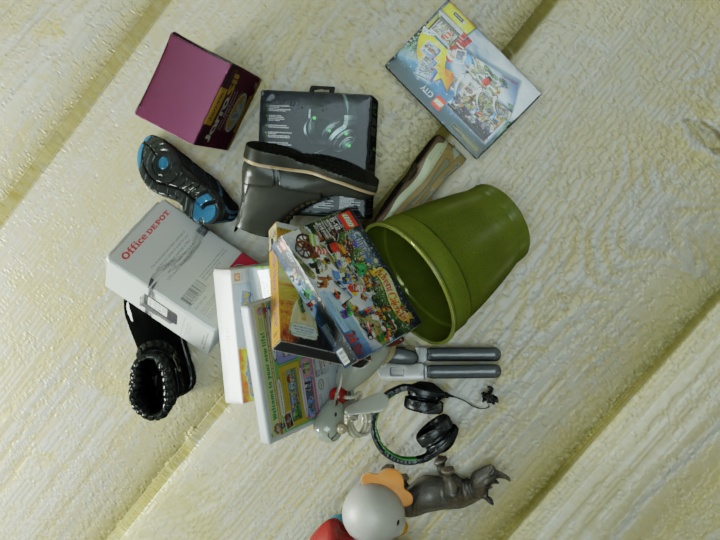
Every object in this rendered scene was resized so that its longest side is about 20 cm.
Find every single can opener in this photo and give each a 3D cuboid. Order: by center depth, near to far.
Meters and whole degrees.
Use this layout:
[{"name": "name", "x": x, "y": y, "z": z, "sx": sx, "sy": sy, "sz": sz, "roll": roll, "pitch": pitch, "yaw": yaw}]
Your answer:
[{"name": "can opener", "x": 0.118, "y": 0.144, "z": 1.520, "sx": 0.199, "sy": 0.066, "sz": 0.053, "roll": 0, "pitch": 82, "yaw": 8}]

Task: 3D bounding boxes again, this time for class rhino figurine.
[{"name": "rhino figurine", "x": 0.136, "y": 0.338, "z": 1.534, "sx": 0.199, "sy": 0.060, "sz": 0.088, "roll": -9, "pitch": 113, "yaw": 7}]

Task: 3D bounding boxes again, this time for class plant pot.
[{"name": "plant pot", "x": 0.138, "y": -0.028, "z": 1.432, "sx": 0.193, "sy": 0.200, "sz": 0.201, "roll": -34, "pitch": 90, "yaw": -23}]

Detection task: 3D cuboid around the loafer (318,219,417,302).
[{"name": "loafer", "x": 0.000, "y": 0.000, "z": 1.517, "sx": 0.200, "sy": 0.068, "sz": 0.070, "roll": 42, "pitch": 81, "yaw": -2}]

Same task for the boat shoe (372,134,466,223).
[{"name": "boat shoe", "x": 0.088, "y": -0.108, "z": 1.504, "sx": 0.076, "sy": 0.072, "sz": 0.200, "roll": 36, "pitch": 98, "yaw": -9}]

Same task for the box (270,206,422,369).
[{"name": "box", "x": -0.018, "y": 0.021, "z": 1.370, "sx": 0.200, "sy": 0.136, "sz": 0.038, "roll": 58, "pitch": 139, "yaw": 6}]

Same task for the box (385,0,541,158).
[{"name": "box", "x": 0.155, "y": -0.288, "z": 1.486, "sx": 0.137, "sy": 0.038, "sz": 0.200, "roll": -44, "pitch": 89, "yaw": 8}]

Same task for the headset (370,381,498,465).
[{"name": "headset", "x": 0.113, "y": 0.227, "z": 1.512, "sx": 0.199, "sy": 0.094, "sz": 0.124, "roll": -19, "pitch": 92, "yaw": -6}]

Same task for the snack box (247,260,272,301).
[{"name": "snack box", "x": -0.087, "y": 0.077, "z": 1.471, "sx": 0.053, "sy": 0.142, "sz": 0.201, "roll": -1, "pitch": 102, "yaw": 41}]

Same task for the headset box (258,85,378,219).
[{"name": "headset box", "x": -0.066, "y": -0.183, "z": 1.501, "sx": 0.173, "sy": 0.093, "sz": 0.201, "roll": 3, "pitch": 95, "yaw": 7}]

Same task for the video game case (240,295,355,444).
[{"name": "video game case", "x": -0.086, "y": 0.126, "z": 1.417, "sx": 0.022, "sy": 0.182, "sz": 0.201, "roll": 2, "pitch": 103, "yaw": 43}]

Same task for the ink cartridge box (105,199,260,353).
[{"name": "ink cartridge box", "x": -0.272, "y": 0.008, "z": 1.512, "sx": 0.200, "sy": 0.083, "sz": 0.145, "roll": 34, "pitch": 56, "yaw": 4}]

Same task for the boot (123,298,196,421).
[{"name": "boot", "x": -0.327, "y": 0.118, "z": 1.521, "sx": 0.079, "sy": 0.158, "sz": 0.212, "roll": -24, "pitch": 92, "yaw": 10}]

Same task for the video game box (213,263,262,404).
[{"name": "video game box", "x": -0.134, "y": 0.087, "z": 1.491, "sx": 0.047, "sy": 0.182, "sz": 0.201, "roll": -1, "pitch": 96, "yaw": 44}]

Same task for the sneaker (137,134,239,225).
[{"name": "sneaker", "x": -0.275, "y": -0.137, "z": 1.545, "sx": 0.200, "sy": 0.082, "sz": 0.073, "roll": 45, "pitch": 109, "yaw": 20}]

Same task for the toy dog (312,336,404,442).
[{"name": "toy dog", "x": 0.006, "y": 0.155, "z": 1.430, "sx": 0.096, "sy": 0.132, "sz": 0.201, "roll": 1, "pitch": 81, "yaw": 45}]

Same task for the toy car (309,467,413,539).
[{"name": "toy car", "x": 0.027, "y": 0.396, "z": 1.479, "sx": 0.176, "sy": 0.184, "sz": 0.201, "roll": 27, "pitch": 104, "yaw": 4}]

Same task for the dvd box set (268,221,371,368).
[{"name": "dvd box set", "x": -0.058, "y": 0.034, "z": 1.392, "sx": 0.146, "sy": 0.201, "sz": 0.029, "roll": 16, "pitch": 141, "yaw": -27}]

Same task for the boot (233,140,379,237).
[{"name": "boot", "x": -0.082, "y": -0.100, "z": 1.438, "sx": 0.199, "sy": 0.077, "sz": 0.139, "roll": 16, "pitch": 112, "yaw": 4}]

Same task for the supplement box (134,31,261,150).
[{"name": "supplement box", "x": -0.236, "y": -0.262, "z": 1.461, "sx": 0.103, "sy": 0.200, "sz": 0.131, "roll": 28, "pitch": 98, "yaw": 4}]
